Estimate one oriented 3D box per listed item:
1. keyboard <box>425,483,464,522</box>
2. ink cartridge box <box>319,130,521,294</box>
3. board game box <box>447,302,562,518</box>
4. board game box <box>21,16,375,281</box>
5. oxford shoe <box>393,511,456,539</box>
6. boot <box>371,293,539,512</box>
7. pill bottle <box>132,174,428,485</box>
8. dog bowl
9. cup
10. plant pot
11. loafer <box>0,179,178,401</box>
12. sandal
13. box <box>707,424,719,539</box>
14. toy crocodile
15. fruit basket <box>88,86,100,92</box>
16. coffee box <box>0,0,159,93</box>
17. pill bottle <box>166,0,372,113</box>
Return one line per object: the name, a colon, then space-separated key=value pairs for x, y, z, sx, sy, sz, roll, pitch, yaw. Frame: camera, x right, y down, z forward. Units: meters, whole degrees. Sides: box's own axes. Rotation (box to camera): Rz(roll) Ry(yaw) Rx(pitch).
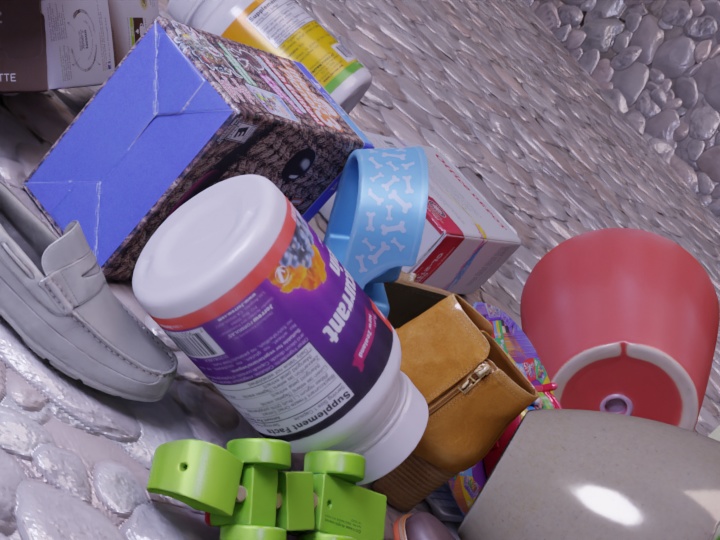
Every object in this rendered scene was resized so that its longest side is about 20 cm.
keyboard: x=0.098 y=0.178 z=1.313 sx=0.200 sy=0.011 sz=0.056 roll=17 pitch=30 yaw=-55
ink cartridge box: x=0.054 y=-0.053 z=1.647 sx=0.146 sy=0.083 sz=0.200 roll=48 pitch=18 yaw=20
board game box: x=0.126 y=0.121 z=1.292 sx=0.158 sy=0.039 sz=0.200 roll=55 pitch=38 yaw=-28
board game box: x=-0.112 y=-0.077 z=1.207 sx=0.097 sy=0.159 sz=0.200 roll=49 pitch=19 yaw=21
oxford shoe: x=0.099 y=0.226 z=1.093 sx=0.200 sy=0.073 sz=0.071 roll=49 pitch=18 yaw=21
boot: x=0.014 y=0.063 z=1.176 sx=0.201 sy=0.144 sz=0.071 roll=40 pitch=16 yaw=-8
pill bottle: x=-0.043 y=0.045 z=1.065 sx=0.200 sy=0.111 sz=0.112 roll=51 pitch=11 yaw=-30
dog bowl: x=0.000 y=0.000 z=1.234 sx=0.049 sy=0.200 sz=0.112 roll=9 pitch=26 yaw=-12
cup: x=0.153 y=0.177 z=1.169 sx=0.143 sy=0.201 sz=0.200 roll=30 pitch=16 yaw=7
plant pot: x=0.248 y=0.085 z=1.602 sx=0.200 sy=0.200 sz=0.177 roll=38 pitch=28 yaw=-13
loafer: x=-0.186 y=0.003 z=1.003 sx=0.200 sy=0.070 sz=0.070 roll=38 pitch=17 yaw=-14
sandal: x=0.013 y=0.015 z=1.405 sx=0.211 sy=0.078 sz=0.070 roll=17 pitch=36 yaw=-44
box: x=0.326 y=0.231 z=1.366 sx=0.176 sy=0.200 sz=0.097 roll=34 pitch=19 yaw=-27
toy crocodile: x=-0.048 y=0.140 z=1.009 sx=0.200 sy=0.062 sz=0.068 roll=21 pitch=68 yaw=-53
fruit basket: x=-0.121 y=-0.121 z=1.413 sx=0.200 sy=0.094 sz=0.185 roll=39 pitch=17 yaw=1
coffee box: x=-0.235 y=-0.172 z=1.218 sx=0.114 sy=0.080 sz=0.200 roll=0 pitch=8 yaw=15
pill bottle: x=-0.095 y=-0.220 z=1.672 sx=0.200 sy=0.111 sz=0.111 roll=44 pitch=17 yaw=4
